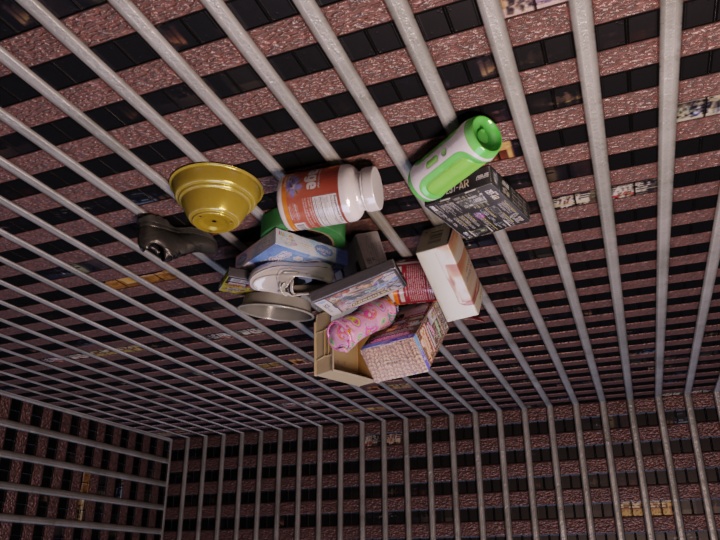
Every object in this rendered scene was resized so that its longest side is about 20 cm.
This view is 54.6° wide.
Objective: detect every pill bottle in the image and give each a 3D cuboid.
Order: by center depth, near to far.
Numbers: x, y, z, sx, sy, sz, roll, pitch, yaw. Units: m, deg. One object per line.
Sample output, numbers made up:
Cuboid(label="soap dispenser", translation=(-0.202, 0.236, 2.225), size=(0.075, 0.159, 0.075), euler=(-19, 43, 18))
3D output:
Cuboid(label="pill bottle", translation=(-0.058, -0.148, 1.383), size=(0.195, 0.115, 0.112), euler=(-8, 156, 16))
Cuboid(label="pill bottle", translation=(0.168, 0.023, 1.772), size=(0.195, 0.116, 0.113), euler=(-6, 156, 14))

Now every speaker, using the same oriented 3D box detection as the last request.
Cuboid(label="speaker", translation=(0.171, -0.204, 1.293), size=(0.087, 0.091, 0.199), euler=(13, 153, -28))

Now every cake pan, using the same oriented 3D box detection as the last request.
Cuboid(label="cake pan", translation=(-0.212, 0.092, 1.766), size=(0.195, 0.038, 0.201), euler=(5, 165, 1))

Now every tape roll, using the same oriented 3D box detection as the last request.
Cuboid(label="tape roll", translation=(-0.132, -0.085, 1.604), size=(0.195, 0.049, 0.201), euler=(1, 157, 0))

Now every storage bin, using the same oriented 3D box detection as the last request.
Cuboid(label="storage bin", translation=(-0.042, 0.240, 2.155), size=(0.198, 0.203, 0.093), euler=(21, 148, -40))

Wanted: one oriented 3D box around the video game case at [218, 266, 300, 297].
Cuboid(label="video game case", translation=(-0.238, 0.038, 1.699), size=(0.195, 0.026, 0.180), euler=(11, 164, -17))

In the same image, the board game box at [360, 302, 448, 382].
Cuboid(label="board game box", translation=(0.116, 0.175, 1.773), size=(0.157, 0.200, 0.098), euler=(-17, 109, 31))

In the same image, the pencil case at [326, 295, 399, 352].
Cuboid(label="pencil case", translation=(0.007, 0.128, 1.707), size=(0.087, 0.089, 0.198), euler=(-26, 180, 45))

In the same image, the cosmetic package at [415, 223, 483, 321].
Cuboid(label="cosmetic package", translation=(0.211, 0.004, 1.627), size=(0.086, 0.104, 0.203), euler=(-14, 120, 25))

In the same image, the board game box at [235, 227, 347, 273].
Cuboid(label="board game box", translation=(-0.164, -0.021, 1.636), size=(0.196, 0.044, 0.199), euler=(17, 152, -32))

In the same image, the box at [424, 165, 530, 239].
Cuboid(label="box", translation=(0.251, -0.139, 1.490), size=(0.158, 0.045, 0.199), euler=(-17, 151, 33))

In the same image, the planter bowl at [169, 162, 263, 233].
Cuboid(label="planter bowl", translation=(-0.301, -0.134, 1.447), size=(0.195, 0.085, 0.201), euler=(0, 157, 0))

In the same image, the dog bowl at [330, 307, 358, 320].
Cuboid(label="dog bowl", translation=(0.009, 0.104, 1.998), size=(0.194, 0.081, 0.201), euler=(0, 156, 0))

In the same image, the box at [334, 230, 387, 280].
Cuboid(label="box", translation=(0.000, 0.000, 1.706), size=(0.059, 0.119, 0.200), euler=(-11, 161, -24))

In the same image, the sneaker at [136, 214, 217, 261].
Cuboid(label="sneaker", translation=(-0.425, -0.059, 1.610), size=(0.196, 0.093, 0.076), euler=(14, 151, -32))

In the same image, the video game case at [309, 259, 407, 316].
Cuboid(label="video game case", translation=(-0.001, 0.042, 1.561), size=(0.196, 0.026, 0.181), euler=(-22, 163, 6))

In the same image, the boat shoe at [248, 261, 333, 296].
Cuboid(label="boat shoe", translation=(-0.157, 0.027, 1.573), size=(0.194, 0.066, 0.073), euler=(0, 127, -2))

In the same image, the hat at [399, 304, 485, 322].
Cuboid(label="hat", translation=(0.182, 0.126, 1.862), size=(0.200, 0.177, 0.164), euler=(-47, 142, 18))
